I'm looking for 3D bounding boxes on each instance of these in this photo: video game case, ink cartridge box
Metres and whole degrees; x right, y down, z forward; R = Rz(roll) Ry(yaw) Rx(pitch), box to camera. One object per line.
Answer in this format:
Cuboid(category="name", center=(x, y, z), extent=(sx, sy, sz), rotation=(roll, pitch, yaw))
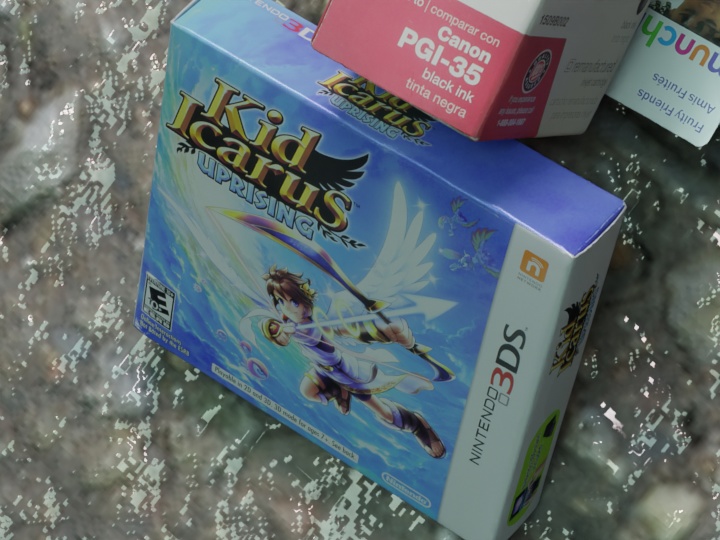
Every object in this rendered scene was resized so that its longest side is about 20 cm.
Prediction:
Cuboid(category="video game case", center=(0.000, 0.000, 1.171), extent=(0.199, 0.182, 0.045), rotation=(31, 46, 19))
Cuboid(category="ink cartridge box", center=(0.078, -0.158, 1.101), extent=(0.083, 0.146, 0.201), rotation=(31, 104, 18))

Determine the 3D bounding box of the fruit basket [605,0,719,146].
Cuboid(category="fruit basket", center=(0.119, -0.183, 1.196), extent=(0.185, 0.094, 0.201), rotation=(32, 89, 19))
